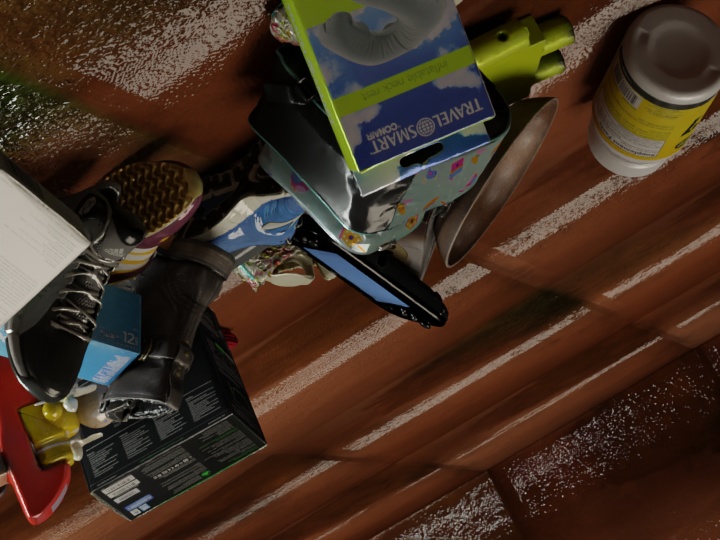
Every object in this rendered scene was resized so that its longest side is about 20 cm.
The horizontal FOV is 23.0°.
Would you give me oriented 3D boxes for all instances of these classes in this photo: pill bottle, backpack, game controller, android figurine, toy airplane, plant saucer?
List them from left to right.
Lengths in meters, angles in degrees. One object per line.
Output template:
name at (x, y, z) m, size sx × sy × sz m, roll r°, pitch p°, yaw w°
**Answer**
toy airplane at (-0.307, 0.122, 1.723) m, size 0.141 × 0.199 × 0.200 m, roll -2°, pitch -159°, yaw -7°
game controller at (0.000, 0.000, 1.778) m, size 0.200 × 0.042 × 0.104 m, roll 37°, pitch 157°, yaw -32°
backpack at (0.022, -0.120, 1.531) m, size 0.200 × 0.176 × 0.153 m, roll -28°, pitch 152°, yaw -38°
android figurine at (0.112, -0.183, 1.720) m, size 0.200 × 0.041 × 0.182 m, roll -25°, pitch 162°, yaw -14°
plant saucer at (0.129, -0.095, 1.762) m, size 0.200 × 0.034 × 0.200 m, roll -54°, pitch 170°, yaw -13°
pill bottle at (0.310, -0.185, 1.873) m, size 0.114 × 0.114 × 0.200 m, roll -22°, pitch 162°, yaw -16°

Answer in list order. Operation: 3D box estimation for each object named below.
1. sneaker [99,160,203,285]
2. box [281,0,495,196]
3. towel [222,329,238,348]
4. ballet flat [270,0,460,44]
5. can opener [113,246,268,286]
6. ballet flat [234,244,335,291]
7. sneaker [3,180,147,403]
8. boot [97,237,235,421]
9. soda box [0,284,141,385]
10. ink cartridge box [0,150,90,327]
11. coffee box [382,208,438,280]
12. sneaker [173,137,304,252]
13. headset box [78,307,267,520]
sneaker at (-0.209, -0.040, 1.611) m, size 0.200 × 0.075 × 0.090 m, roll -26°, pitch 162°, yaw 27°
box at (0.021, -0.169, 1.373) m, size 0.122 × 0.200 × 0.048 m, roll -23°, pitch -168°, yaw -7°
towel at (-0.251, 0.119, 2.070) m, size 0.200 × 0.022 × 0.145 m, roll -30°, pitch 164°, yaw 15°
ballet flat at (0.025, -0.222, 1.423) m, size 0.200 × 0.064 × 0.076 m, roll -26°, pitch 157°, yaw 0°
can opener at (-0.178, -0.001, 1.787) m, size 0.200 × 0.053 × 0.066 m, roll -30°, pitch 161°, yaw 9°
ballet flat at (-0.057, -0.016, 1.902) m, size 0.200 × 0.064 × 0.076 m, roll -13°, pitch 157°, yaw -39°
sneaker at (-0.234, 0.007, 1.491) m, size 0.115 × 0.200 × 0.075 m, roll -23°, pitch 143°, yaw 34°
boot at (-0.206, 0.058, 1.657) m, size 0.069 × 0.174 × 0.200 m, roll 32°, pitch 159°, yaw -31°
soda box at (-0.296, 0.036, 1.565) m, size 0.200 × 0.068 × 0.064 m, roll 19°, pitch 138°, yaw -29°
ink cartridge box at (-0.332, 0.003, 1.448) m, size 0.200 × 0.050 × 0.109 m, roll -42°, pitch 128°, yaw 7°
coffee box at (0.022, -0.061, 1.778) m, size 0.200 × 0.113 × 0.080 m, roll 92°, pitch 18°, yaw -69°
sneaker at (-0.079, -0.075, 1.669) m, size 0.200 × 0.079 × 0.089 m, roll -25°, pitch 150°, yaw 20°
headset box at (-0.220, 0.131, 1.874) m, size 0.174 × 0.200 × 0.093 m, roll -30°, pitch 146°, yaw 6°
